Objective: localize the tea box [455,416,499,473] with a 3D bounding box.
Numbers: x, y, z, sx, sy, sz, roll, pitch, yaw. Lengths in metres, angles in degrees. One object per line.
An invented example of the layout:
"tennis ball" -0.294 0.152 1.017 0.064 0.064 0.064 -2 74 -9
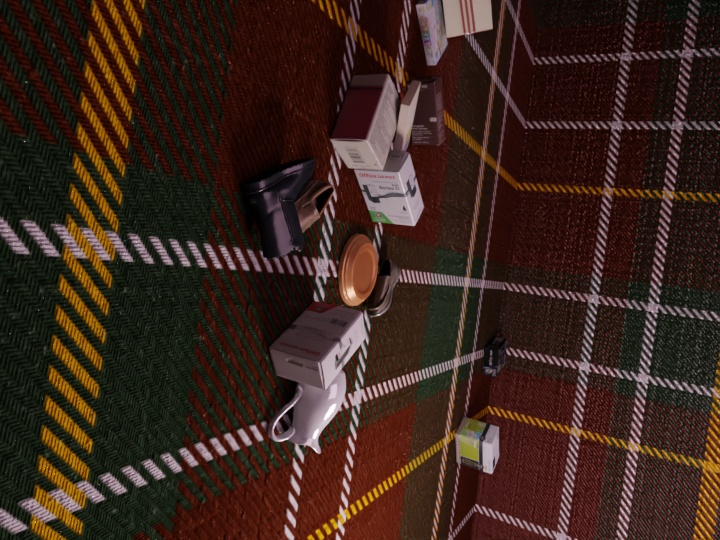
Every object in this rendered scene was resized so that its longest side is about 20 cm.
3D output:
"tea box" 0.590 0.880 2.727 0.134 0.193 0.204 -44 135 -49

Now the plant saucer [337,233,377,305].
"plant saucer" 0.000 0.000 1.524 0.199 0.037 0.205 -28 122 -58

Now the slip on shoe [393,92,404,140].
"slip on shoe" 0.088 -0.433 1.559 0.061 0.073 0.203 41 59 -30

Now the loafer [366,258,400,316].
"loafer" 0.060 0.048 1.630 0.070 0.074 0.202 55 44 -38

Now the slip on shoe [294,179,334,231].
"slip on shoe" -0.123 -0.131 1.224 0.201 0.059 0.077 -58 144 -38

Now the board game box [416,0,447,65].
"board game box" 0.237 -0.804 1.774 0.136 0.034 0.202 -62 147 -35

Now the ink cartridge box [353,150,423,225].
"ink cartridge box" 0.081 -0.229 1.505 0.084 0.144 0.202 -61 145 -32

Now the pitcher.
"pitcher" -0.126 0.321 1.297 0.170 0.120 0.204 26 85 -46

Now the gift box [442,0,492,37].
"gift box" 0.356 -0.893 1.773 0.202 0.180 0.190 -83 162 -55

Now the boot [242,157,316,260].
"boot" -0.151 -0.131 1.137 0.200 0.075 0.171 -38 122 -45

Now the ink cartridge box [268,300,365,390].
"ink cartridge box" -0.097 0.170 1.263 0.200 0.144 0.084 -46 138 -47

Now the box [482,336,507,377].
"box" 0.771 0.492 3.094 0.199 0.084 0.168 -25 119 -58

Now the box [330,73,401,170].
"box" 0.019 -0.378 1.382 0.128 0.107 0.204 49 54 -56

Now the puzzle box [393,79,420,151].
"puzzle box" 0.122 -0.396 1.478 0.202 0.025 0.134 99 10 -47

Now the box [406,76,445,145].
"box" 0.212 -0.510 1.732 0.075 0.098 0.204 -47 136 -48
